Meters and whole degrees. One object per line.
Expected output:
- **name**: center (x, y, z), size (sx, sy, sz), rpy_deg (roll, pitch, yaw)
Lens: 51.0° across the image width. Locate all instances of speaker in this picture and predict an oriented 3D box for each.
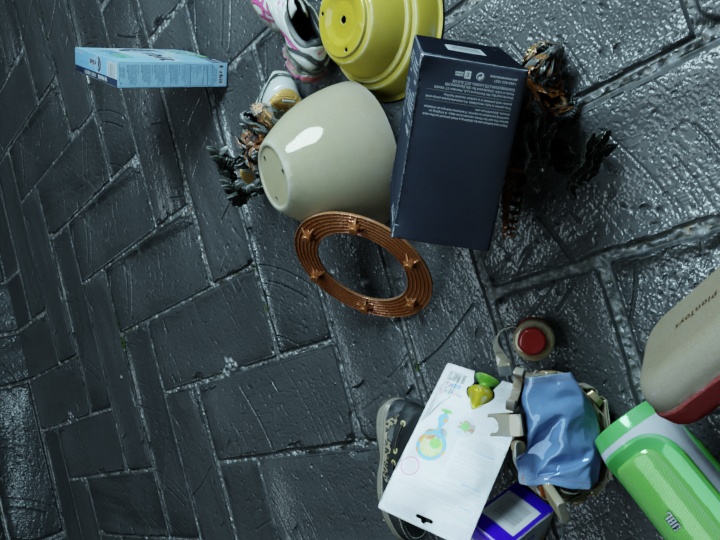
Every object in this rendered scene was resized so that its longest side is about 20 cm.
- **speaker**: center (0.318, 0.225, 0.721), size (0.200, 0.088, 0.089), rpy_deg (55, 135, 26)

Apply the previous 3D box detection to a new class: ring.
- **ring**: center (0.000, 0.000, 0.998), size (0.200, 0.019, 0.201), rpy_deg (19, 144, 14)

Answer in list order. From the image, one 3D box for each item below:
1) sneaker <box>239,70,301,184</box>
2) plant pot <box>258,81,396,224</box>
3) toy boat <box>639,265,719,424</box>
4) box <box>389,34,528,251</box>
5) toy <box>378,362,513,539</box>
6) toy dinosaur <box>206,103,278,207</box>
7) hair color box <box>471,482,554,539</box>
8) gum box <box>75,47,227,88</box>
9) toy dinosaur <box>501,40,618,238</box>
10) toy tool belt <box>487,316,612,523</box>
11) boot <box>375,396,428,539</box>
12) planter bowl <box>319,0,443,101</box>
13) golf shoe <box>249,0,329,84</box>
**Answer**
- **sneaker**: center (-0.137, -0.220, 1.179), size (0.200, 0.075, 0.088), rpy_deg (-56, 35, 43)
- **plant pot**: center (-0.057, -0.139, 1.004), size (0.200, 0.134, 0.201), rpy_deg (43, 142, 46)
- **toy boat**: center (0.346, 0.067, 0.645), size (0.131, 0.131, 0.200), rpy_deg (35, 131, 2)
- **box**: center (0.095, -0.144, 0.806), size (0.200, 0.104, 0.183), rpy_deg (-84, 4, -67)
- **toy**: center (0.118, 0.218, 0.903), size (0.115, 0.047, 0.200), rpy_deg (15, 66, 30)
- **toy dinosaur**: center (-0.141, -0.155, 1.110), size (0.102, 0.135, 0.200), rpy_deg (-119, 5, -53)
- **hair color box**: center (0.158, 0.372, 0.921), size (0.065, 0.109, 0.200), rpy_deg (33, 123, 35)
- **gum box**: center (-0.358, -0.349, 1.292), size (0.170, 0.200, 0.045), rpy_deg (27, 119, 43)
- **toy dinosaur**: center (0.189, -0.136, 0.803), size (0.136, 0.102, 0.200), rpy_deg (-131, 29, -62)
- **toy tool belt**: center (0.200, 0.153, 0.803), size (0.125, 0.123, 0.201), rpy_deg (-12, 89, 16)
- **boot**: center (0.094, 0.271, 1.007), size (0.150, 0.073, 0.201), rpy_deg (-9, 83, 51)
- **planter bowl**: center (0.006, -0.318, 0.963), size (0.200, 0.083, 0.201), rpy_deg (14, 109, 47)
- **golf shoe**: center (-0.097, -0.368, 1.069), size (0.200, 0.072, 0.092), rpy_deg (59, 157, 14)
